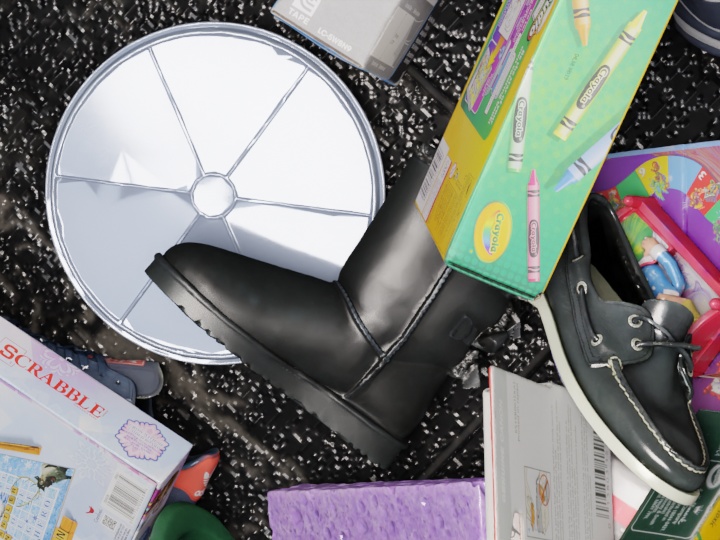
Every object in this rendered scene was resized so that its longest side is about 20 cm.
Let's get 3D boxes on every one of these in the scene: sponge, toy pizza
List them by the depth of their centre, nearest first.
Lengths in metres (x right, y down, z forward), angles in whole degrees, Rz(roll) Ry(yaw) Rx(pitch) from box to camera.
[{"bbox_3d":[0.019,0.173,1.291,0.030,0.200,0.112,-6,88,-36],"label":"sponge"},{"bbox_3d":[-0.085,-0.045,1.362,0.199,0.032,0.201,0,97,3],"label":"toy pizza"}]

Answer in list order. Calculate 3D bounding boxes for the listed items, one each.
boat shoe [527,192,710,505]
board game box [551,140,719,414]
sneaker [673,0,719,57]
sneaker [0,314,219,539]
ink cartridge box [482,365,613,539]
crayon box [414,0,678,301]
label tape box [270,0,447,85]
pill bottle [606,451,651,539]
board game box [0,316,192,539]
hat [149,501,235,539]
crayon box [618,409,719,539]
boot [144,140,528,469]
[{"bbox_3d":[0.143,0.034,1.218,0.074,0.200,0.066,29,116,-34],"label":"boat shoe"},{"bbox_3d":[0.170,0.007,1.275,0.199,0.039,0.159,-4,84,41],"label":"board game box"},{"bbox_3d":[0.190,-0.212,1.313,0.070,0.109,0.201,-15,59,11],"label":"sneaker"},{"bbox_3d":[-0.164,0.066,1.362,0.085,0.075,0.200,-44,95,8],"label":"sneaker"},{"bbox_3d":[0.083,0.156,1.165,0.043,0.173,0.201,-6,78,25],"label":"ink cartridge box"},{"bbox_3d":[0.099,-0.098,1.212,0.058,0.119,0.201,21,103,-12],"label":"crayon box"},{"bbox_3d":[0.037,-0.207,1.290,0.063,0.144,0.200,32,95,7],"label":"label tape box"},{"bbox_3d":[0.115,0.199,1.302,0.110,0.111,0.200,31,95,7],"label":"pill bottle"},{"bbox_3d":[-0.214,0.118,1.332,0.199,0.041,0.200,33,130,6],"label":"board game box"},{"bbox_3d":[-0.143,0.254,1.323,0.175,0.166,0.201,-22,76,16],"label":"hat"},{"bbox_3d":[0.215,0.188,1.243,0.127,0.051,0.200,-53,124,-27],"label":"crayon box"},{"bbox_3d":[0.000,0.000,1.312,0.198,0.073,0.163,37,92,-15],"label":"boot"}]
